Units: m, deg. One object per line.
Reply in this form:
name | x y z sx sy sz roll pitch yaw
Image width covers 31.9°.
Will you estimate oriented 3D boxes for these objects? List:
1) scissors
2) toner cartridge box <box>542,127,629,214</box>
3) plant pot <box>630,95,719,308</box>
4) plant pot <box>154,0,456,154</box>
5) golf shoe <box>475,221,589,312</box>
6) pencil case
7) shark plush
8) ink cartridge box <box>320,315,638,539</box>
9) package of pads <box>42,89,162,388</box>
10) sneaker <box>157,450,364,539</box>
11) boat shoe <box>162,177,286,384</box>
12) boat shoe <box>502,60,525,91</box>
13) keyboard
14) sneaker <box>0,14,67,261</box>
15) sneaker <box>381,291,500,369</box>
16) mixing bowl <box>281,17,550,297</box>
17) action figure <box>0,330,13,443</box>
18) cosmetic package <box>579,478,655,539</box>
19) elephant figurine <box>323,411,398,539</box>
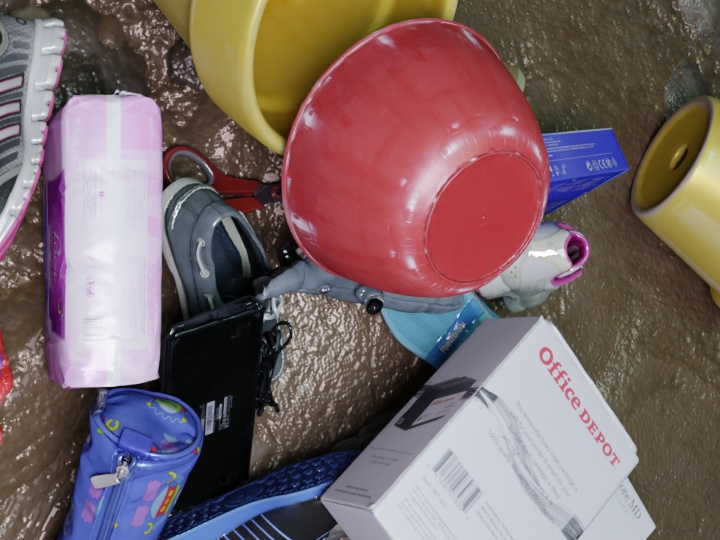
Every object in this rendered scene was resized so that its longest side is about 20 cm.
scissors | -0.079 -0.055 1.019 0.198 0.014 0.074 5 79 -33
toner cartridge box | 0.140 -0.077 1.062 0.199 0.094 0.044 -12 77 -53
plant pot | 0.369 -0.064 1.195 0.187 0.201 0.203 28 75 -12
plant pot | -0.060 -0.212 0.900 0.199 0.188 0.203 -30 140 -28
golf shoe | 0.155 -0.004 1.071 0.200 0.090 0.077 4 82 -70
pencil case | -0.174 0.177 0.869 0.077 0.087 0.202 25 110 3
shark plush | 0.000 0.000 0.960 0.091 0.083 0.199 -52 150 16
ink cartridge box | 0.091 0.153 0.929 0.200 0.083 0.146 -44 108 -24
package of pads | -0.183 -0.019 0.890 0.075 0.120 0.203 0 89 -19
sneaker | -0.068 0.204 0.958 0.198 0.070 0.079 -22 101 5
boat shoe | -0.093 0.022 0.948 0.073 0.061 0.202 -43 134 -27
boat shoe | 0.057 -0.118 0.995 0.200 0.073 0.064 -42 108 -28
keyboard | -0.107 0.093 0.938 0.103 0.040 0.202 -17 138 -27
sneaker | -0.262 -0.095 0.865 0.086 0.074 0.203 15 65 -21
sneaker | 0.093 0.057 1.092 0.079 0.130 0.200 -43 77 8
mixing bowl | 0.057 -0.059 0.863 0.198 0.108 0.203 -18 126 -26
action figure | -0.287 0.030 0.871 0.065 0.052 0.203 -22 100 -25
cosmetic package | 0.163 0.255 1.127 0.200 0.071 0.102 -42 109 -25
elephant figurine | 0.031 0.174 1.025 0.199 0.142 0.156 35 43 -10
